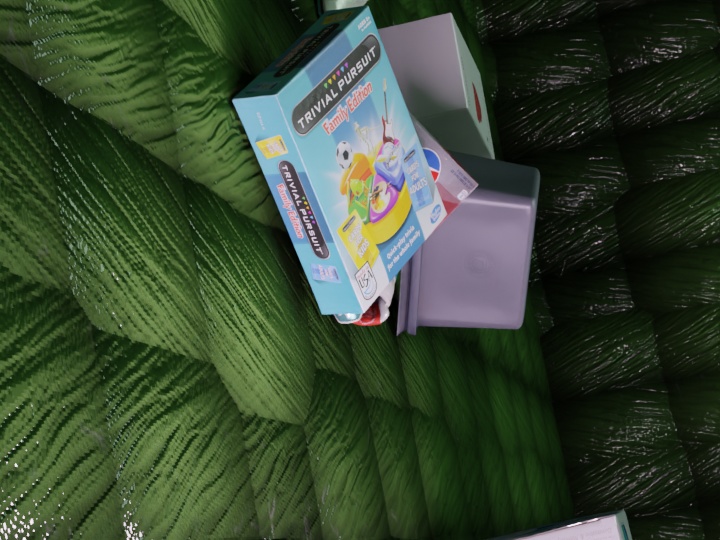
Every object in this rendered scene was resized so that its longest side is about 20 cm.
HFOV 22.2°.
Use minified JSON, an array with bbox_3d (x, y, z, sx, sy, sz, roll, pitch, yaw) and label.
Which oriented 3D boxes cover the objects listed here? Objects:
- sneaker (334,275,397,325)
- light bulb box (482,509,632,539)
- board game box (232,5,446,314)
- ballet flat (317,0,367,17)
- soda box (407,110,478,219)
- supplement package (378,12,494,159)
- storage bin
[{"bbox_3d":[0.000,0.000,1.636,0.200,0.070,0.094,-26,110,-77],"label":"sneaker"},{"bbox_3d":[0.192,0.332,1.913,0.200,0.197,0.126,32,45,-78],"label":"light bulb box"},{"bbox_3d":[-0.012,-0.089,1.485,0.151,0.047,0.201,-49,127,-43],"label":"board game box"},{"bbox_3d":[-0.010,-0.321,1.950,0.200,0.069,0.070,-89,163,-52],"label":"ballet flat"},{"bbox_3d":[0.016,-0.118,1.619,0.200,0.070,0.063,42,6,-40],"label":"soda box"},{"bbox_3d":[0.077,-0.198,2.131,0.200,0.119,0.122,46,34,-71],"label":"supplement package"},{"bbox_3d":[0.115,-0.033,1.929,0.146,0.133,0.201,-75,171,-59],"label":"storage bin"}]
